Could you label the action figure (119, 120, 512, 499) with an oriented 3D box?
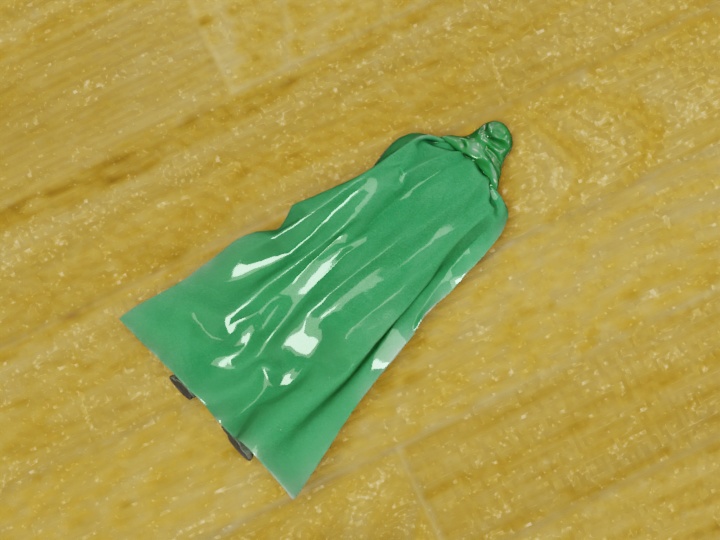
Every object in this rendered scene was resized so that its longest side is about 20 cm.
[{"bbox_3d":[0.000,0.000,1.231,0.200,0.055,0.118,-42,82,-11],"label":"action figure"}]
